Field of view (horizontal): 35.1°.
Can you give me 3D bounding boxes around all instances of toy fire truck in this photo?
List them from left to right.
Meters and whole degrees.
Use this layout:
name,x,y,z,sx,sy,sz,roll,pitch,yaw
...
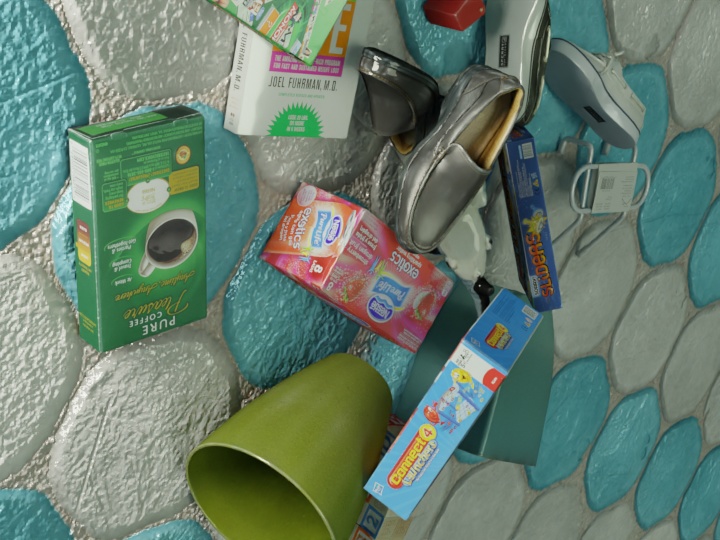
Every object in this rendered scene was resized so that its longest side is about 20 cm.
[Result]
name,x,y,z,sx,sy,sz,roll,pitch,yaw
toy fire truck,0.129,-0.370,1.205,0.200,0.048,0.142,-51,139,-19

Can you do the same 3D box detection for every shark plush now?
name,x,y,z,sx,sy,sz,roll,pitch,yaw
shark plush,0.116,-0.042,1.243,0.090,0.083,0.201,-33,112,4

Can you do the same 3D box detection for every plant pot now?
name,x,y,z,sx,sy,sz,roll,pitch,yaw
plant pot,-0.053,0.187,1.207,0.200,0.185,0.189,-49,140,-40
plant pot,0.157,0.122,1.420,0.141,0.140,0.202,19,87,-50

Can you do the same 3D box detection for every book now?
name,x,y,z,sx,sy,sz,roll,pitch,yaw
book,-0.056,-0.229,1.080,0.133,0.048,0.202,-5,113,-40

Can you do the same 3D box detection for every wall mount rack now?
name,x,y,z,sx,sy,sz,roll,pitch,yaw
wall mount rack,0.308,-0.090,1.533,0.199,0.074,0.176,-6,109,-46

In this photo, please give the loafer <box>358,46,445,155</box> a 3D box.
name,x,y,z,sx,sy,sz,roll,pitch,yaw
loafer,0.040,-0.169,1.163,0.073,0.072,0.200,-59,156,2

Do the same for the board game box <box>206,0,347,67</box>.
name,x,y,z,sx,sy,sz,roll,pitch,yaw
board game box,-0.049,-0.302,1.005,0.134,0.029,0.201,27,94,-38

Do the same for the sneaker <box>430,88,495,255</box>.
name,x,y,z,sx,sy,sz,roll,pitch,yaw
sneaker,0.105,-0.108,1.294,0.082,0.070,0.202,-20,126,-48

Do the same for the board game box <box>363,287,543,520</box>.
name,x,y,z,sx,sy,sz,roll,pitch,yaw
board game box,0.101,0.134,1.191,0.197,0.056,0.200,-58,172,21

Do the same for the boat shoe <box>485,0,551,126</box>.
name,x,y,z,sx,sy,sz,roll,pitch,yaw
boat shoe,0.182,-0.265,1.292,0.063,0.070,0.203,0,100,-51

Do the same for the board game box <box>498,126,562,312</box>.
name,x,y,z,sx,sy,sz,roll,pitch,yaw
board game box,0.195,-0.067,1.337,0.034,0.136,0.202,-11,105,3

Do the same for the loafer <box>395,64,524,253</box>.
name,x,y,z,sx,sy,sz,roll,pitch,yaw
loafer,0.096,-0.107,1.124,0.072,0.072,0.202,21,94,-29

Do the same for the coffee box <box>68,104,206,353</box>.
name,x,y,z,sx,sy,sz,roll,pitch,yaw
coffee box,-0.197,-0.037,1.016,0.122,0.044,0.202,-21,123,-40

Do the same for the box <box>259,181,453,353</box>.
name,x,y,z,sx,sy,sz,roll,pitch,yaw
box,0.000,0.000,1.210,0.200,0.099,0.096,37,81,-51

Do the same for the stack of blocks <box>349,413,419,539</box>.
name,x,y,z,sx,sy,sz,roll,pitch,yaw
stack of blocks,0.003,0.270,1.336,0.058,0.115,0.202,10,106,-49

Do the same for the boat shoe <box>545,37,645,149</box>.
name,x,y,z,sx,sy,sz,roll,pitch,yaw
boat shoe,0.302,-0.244,1.430,0.201,0.074,0.087,37,71,-33
